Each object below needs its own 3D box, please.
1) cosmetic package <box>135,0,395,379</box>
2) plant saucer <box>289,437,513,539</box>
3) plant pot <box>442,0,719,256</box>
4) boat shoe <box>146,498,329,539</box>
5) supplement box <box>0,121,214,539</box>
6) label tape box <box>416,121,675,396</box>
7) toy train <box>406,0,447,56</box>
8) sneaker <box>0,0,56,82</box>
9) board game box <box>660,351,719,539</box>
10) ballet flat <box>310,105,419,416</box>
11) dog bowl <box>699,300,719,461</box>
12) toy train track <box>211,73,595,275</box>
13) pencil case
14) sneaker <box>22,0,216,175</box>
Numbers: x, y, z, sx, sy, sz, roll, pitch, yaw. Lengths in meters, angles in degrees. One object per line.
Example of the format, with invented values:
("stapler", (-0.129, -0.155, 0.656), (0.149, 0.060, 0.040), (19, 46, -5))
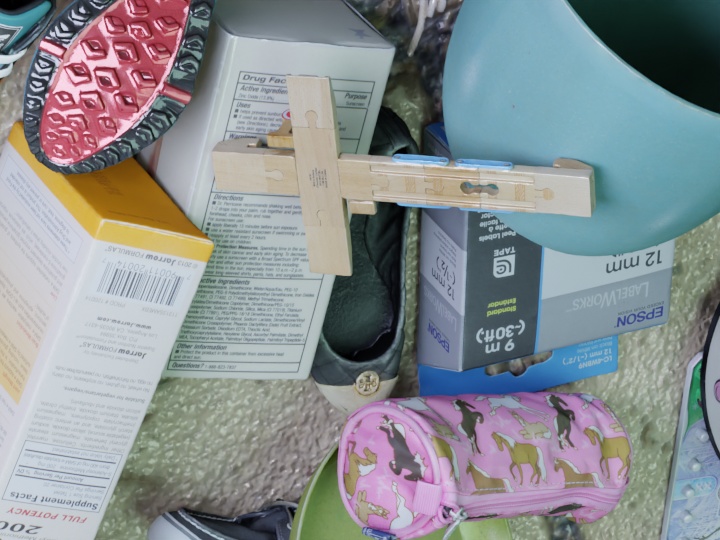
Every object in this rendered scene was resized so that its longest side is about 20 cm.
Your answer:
("cosmetic package", (-0.063, -0.048, 1.579), (0.103, 0.087, 0.200), (4, 115, -28))
("plant saucer", (0.019, 0.185, 1.727), (0.200, 0.031, 0.201), (11, 76, -48))
("plant pot", (0.136, -0.103, 1.535), (0.200, 0.201, 0.161), (3, 142, -31))
("boat shoe", (-0.039, 0.167, 1.729), (0.200, 0.070, 0.066), (27, 93, -38))
("supplement box", (-0.165, 0.040, 1.548), (0.073, 0.126, 0.200), (11, 111, -35))
("label tape box", (0.110, 0.002, 1.718), (0.143, 0.066, 0.200), (-13, 121, -22))
("toy train", (0.083, -0.216, 1.579), (0.116, 0.085, 0.200), (-10, 122, -40))
("sneaker", (-0.199, -0.122, 1.463), (0.071, 0.080, 0.200), (11, 111, -28))
("board game box", (0.293, 0.133, 1.920), (0.200, 0.026, 0.200), (-8, 120, -26))
("ballet flat", (0.000, 0.000, 1.661), (0.066, 0.057, 0.200), (-12, 122, -22))
("dog bowl", (0.315, 0.065, 1.834), (0.200, 0.074, 0.201), (-6, 103, -26))
("toy train track", (0.024, -0.052, 1.489), (0.199, 0.033, 0.115), (5, 122, 18))
("pencil case", (0.076, 0.113, 1.717), (0.200, 0.083, 0.087), (-1, 76, -50))
("sneaker", (-0.105, -0.136, 1.497), (0.079, 0.096, 0.200), (30, 90, -5))
